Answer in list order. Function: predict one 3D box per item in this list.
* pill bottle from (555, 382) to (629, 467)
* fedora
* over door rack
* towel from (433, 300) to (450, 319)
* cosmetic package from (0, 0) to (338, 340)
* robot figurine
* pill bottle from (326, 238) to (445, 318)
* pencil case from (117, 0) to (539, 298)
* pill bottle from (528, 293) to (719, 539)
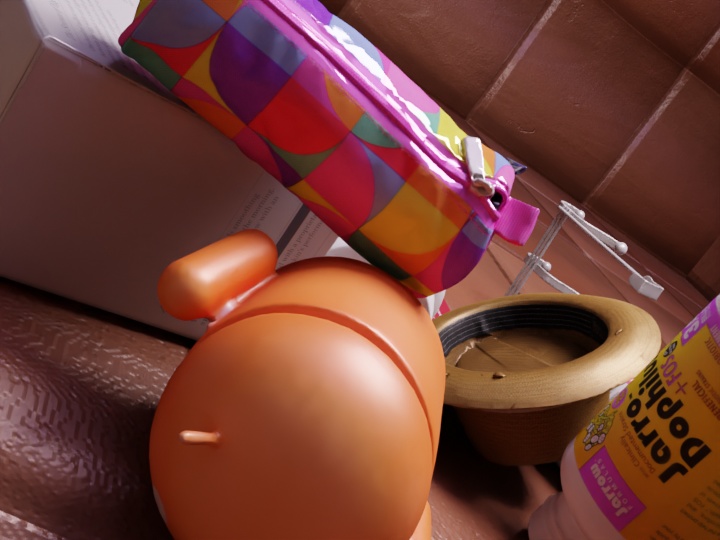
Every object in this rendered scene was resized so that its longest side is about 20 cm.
[{"bbox_3d":[0.206,0.126,0.758,0.200,0.114,0.113,46,17,31],"label":"pill bottle"},{"bbox_3d":[0.115,0.079,0.688,0.201,0.197,0.083,-77,156,-74],"label":"fedora"},{"bbox_3d":[0.218,0.036,0.993,0.066,0.149,0.201,23,19,-23],"label":"over door rack"},{"bbox_3d":[0.000,0.000,0.842,0.198,0.023,0.145,28,20,-27],"label":"towel"},{"bbox_3d":[-0.138,-0.079,0.558,0.198,0.124,0.200,25,20,-40],"label":"cosmetic package"},{"bbox_3d":[-0.023,0.061,0.424,0.114,0.147,0.200,3,13,7],"label":"robot figurine"},{"bbox_3d":[0.008,-0.017,0.700,0.113,0.114,0.201,34,26,-10],"label":"pill bottle"},{"bbox_3d":[-0.013,-0.073,0.457,0.199,0.089,0.089,37,14,-15],"label":"pencil case"},{"bbox_3d":[0.187,0.110,0.572,0.103,0.201,0.105,29,27,-17],"label":"pill bottle"}]
